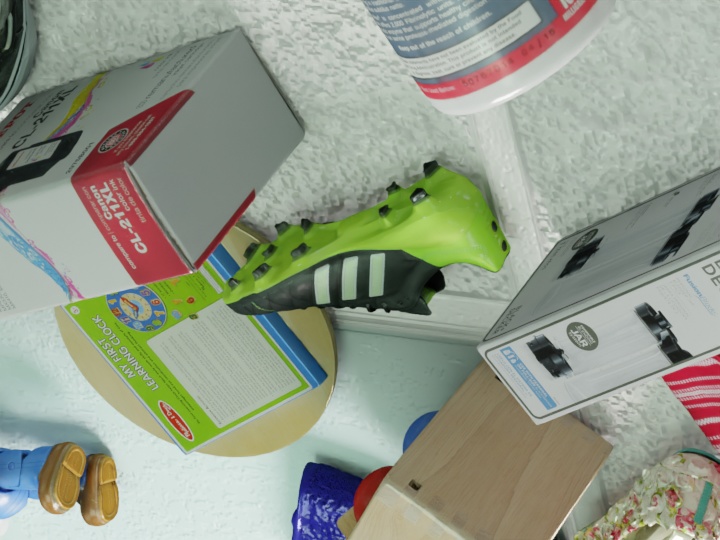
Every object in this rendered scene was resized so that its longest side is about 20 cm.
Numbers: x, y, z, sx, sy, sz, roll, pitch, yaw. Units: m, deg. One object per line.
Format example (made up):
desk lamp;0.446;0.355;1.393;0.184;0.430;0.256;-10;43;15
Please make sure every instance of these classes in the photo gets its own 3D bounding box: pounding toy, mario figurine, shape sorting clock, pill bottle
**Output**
pounding toy;0.024;0.178;1.737;0.142;0.184;0.200;35;127;7
mario figurine;-0.274;0.169;2.016;0.199;0.106;0.124;-1;130;32
shape sorting clock;-0.108;0.038;1.832;0.199;0.039;0.201;10;125;14
pill bottle;0.035;-0.193;1.462;0.119;0.120;0.200;-16;119;42

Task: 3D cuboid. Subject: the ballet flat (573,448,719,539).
ballet flat;0.173;0.180;1.750;0.075;0.064;0.200;19;144;-4

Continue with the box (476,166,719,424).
box;0.171;0.005;1.560;0.200;0.117;0.060;-27;107;44

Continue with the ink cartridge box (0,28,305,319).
ink cartridge box;-0.155;-0.054;1.696;0.199;0.146;0.083;-13;119;40

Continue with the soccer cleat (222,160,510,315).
soccer cleat;0.000;0.000;1.703;0.199;0.068;0.081;-21;118;37

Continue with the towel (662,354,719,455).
towel;0.236;0.111;1.622;0.200;0.022;0.145;54;168;-9

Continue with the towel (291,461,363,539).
towel;0.045;0.217;1.892;0.199;0.050;0.148;16;136;20

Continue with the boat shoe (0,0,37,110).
boat shoe;-0.240;-0.161;1.707;0.072;0.071;0.201;25;138;11
